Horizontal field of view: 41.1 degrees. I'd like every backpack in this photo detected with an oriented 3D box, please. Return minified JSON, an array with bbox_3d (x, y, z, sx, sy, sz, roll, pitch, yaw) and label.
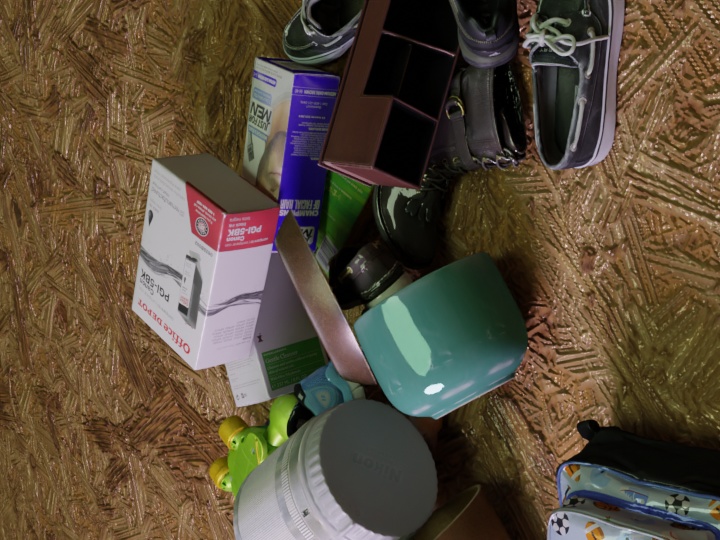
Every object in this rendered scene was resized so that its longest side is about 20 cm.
[{"bbox_3d":[0.244,0.245,0.775,0.198,0.153,0.193,10,119,46],"label":"backpack"}]

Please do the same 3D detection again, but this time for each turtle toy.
[{"bbox_3d":[-0.110,0.244,1.235,0.146,0.100,0.202,43,130,34],"label":"turtle toy"}]

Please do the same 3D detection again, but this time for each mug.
[{"bbox_3d":[0.083,0.073,0.924,0.116,0.150,0.185,62,178,11],"label":"mug"}]

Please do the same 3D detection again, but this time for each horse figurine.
[{"bbox_3d":[0.042,0.137,1.061,0.133,0.049,0.202,-44,64,53],"label":"horse figurine"}]

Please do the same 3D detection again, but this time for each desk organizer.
[{"bbox_3d":[0.035,-0.182,0.895,0.076,0.071,0.203,13,86,49],"label":"desk organizer"}]

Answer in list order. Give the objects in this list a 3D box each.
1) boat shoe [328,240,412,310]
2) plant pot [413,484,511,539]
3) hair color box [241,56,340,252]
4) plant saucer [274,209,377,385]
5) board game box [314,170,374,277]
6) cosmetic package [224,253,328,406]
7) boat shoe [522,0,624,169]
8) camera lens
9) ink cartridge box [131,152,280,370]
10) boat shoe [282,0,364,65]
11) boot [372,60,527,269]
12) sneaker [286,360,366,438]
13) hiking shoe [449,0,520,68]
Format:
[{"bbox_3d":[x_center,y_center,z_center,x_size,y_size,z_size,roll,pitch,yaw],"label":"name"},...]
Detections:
[{"bbox_3d":[0.000,0.000,1.007,0.061,0.072,0.201,50,170,-9],"label":"boat shoe"},{"bbox_3d":[0.110,0.353,0.958,0.201,0.186,0.187,51,136,8],"label":"plant pot"},{"bbox_3d":[-0.086,-0.133,1.100,0.109,0.064,0.203,34,121,54],"label":"hair color box"},{"bbox_3d":[-0.041,0.035,0.996,0.202,0.034,0.200,63,176,7],"label":"plant saucer"},{"bbox_3d":[-0.018,-0.096,1.083,0.096,0.030,0.201,55,139,28],"label":"board game box"},{"bbox_3d":[-0.122,0.054,1.191,0.084,0.107,0.203,-19,87,50],"label":"cosmetic package"},{"bbox_3d":[0.169,-0.185,0.796,0.073,0.067,0.203,17,113,46],"label":"boat shoe"},{"bbox_3d":[-0.031,0.244,1.010,0.200,0.159,0.161,-46,66,42],"label":"camera lens"},{"bbox_3d":[-0.182,-0.011,1.101,0.146,0.082,0.203,35,122,36],"label":"ink cartridge box"},{"bbox_3d":[-0.030,-0.272,1.007,0.199,0.070,0.073,-16,82,48],"label":"boat shoe"},{"bbox_3d":[0.088,-0.102,0.919,0.173,0.069,0.204,-1,97,51],"label":"boot"},{"bbox_3d":[-0.048,0.176,1.122,0.202,0.089,0.079,91,155,-46],"label":"sneaker"},{"bbox_3d":[0.098,-0.281,0.815,0.101,0.075,0.203,28,-134,-84],"label":"hiking shoe"}]
